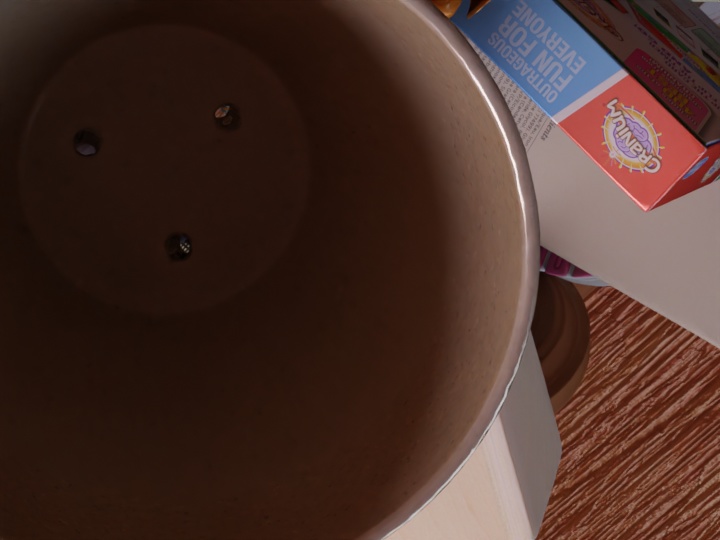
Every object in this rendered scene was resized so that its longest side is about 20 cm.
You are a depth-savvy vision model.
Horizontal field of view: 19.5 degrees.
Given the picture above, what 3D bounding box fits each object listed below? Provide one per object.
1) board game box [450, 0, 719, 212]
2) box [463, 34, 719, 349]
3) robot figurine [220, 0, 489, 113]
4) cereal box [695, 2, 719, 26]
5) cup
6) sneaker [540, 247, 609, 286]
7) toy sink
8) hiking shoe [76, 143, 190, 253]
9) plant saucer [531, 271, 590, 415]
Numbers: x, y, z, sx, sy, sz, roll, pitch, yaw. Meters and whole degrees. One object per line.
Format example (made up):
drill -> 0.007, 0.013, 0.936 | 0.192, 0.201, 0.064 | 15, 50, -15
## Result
board game box -> 0.122, -0.105, 0.988 | 0.040, 0.153, 0.200 | -49, 168, 23
box -> 0.116, -0.045, 1.058 | 0.082, 0.199, 0.068 | -58, -168, 6
robot figurine -> 0.025, -0.123, 0.804 | 0.200, 0.058, 0.145 | -41, 170, 4
cereal box -> 0.227, -0.179, 1.443 | 0.144, 0.040, 0.200 | -32, 168, -44
cup -> -0.058, -0.017, 0.655 | 0.200, 0.200, 0.143 | -40, -163, 2
sneaker -> 0.129, -0.039, 1.265 | 0.082, 0.088, 0.200 | -61, -152, 9
toy sink -> 0.031, 0.068, 1.105 | 0.111, 0.131, 0.200 | -14, -173, 11
hiking shoe -> -0.082, 0.006, 0.860 | 0.076, 0.101, 0.200 | -38, 171, -9
plant saucer -> 0.039, 0.032, 1.264 | 0.200, 0.200, 0.032 | -34, 140, -35
